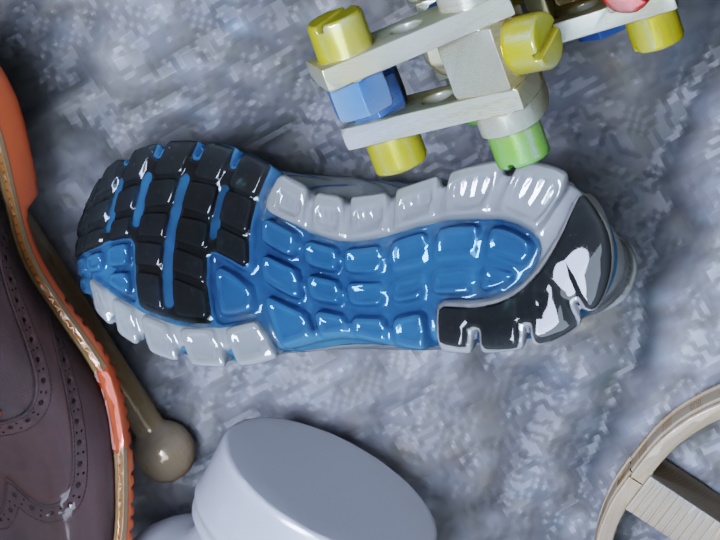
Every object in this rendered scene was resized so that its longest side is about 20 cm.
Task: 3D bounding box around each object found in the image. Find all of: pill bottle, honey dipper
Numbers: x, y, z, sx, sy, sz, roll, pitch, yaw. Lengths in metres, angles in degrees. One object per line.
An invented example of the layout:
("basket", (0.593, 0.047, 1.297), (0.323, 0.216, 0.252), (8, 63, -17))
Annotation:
("pill bottle", (-0.051, 0.157, 0.930), (0.112, 0.112, 0.201), (26, 109, -4))
("honey dipper", (-0.116, -0.008, 0.922), (0.038, 0.038, 0.201), (-26, 108, 14))

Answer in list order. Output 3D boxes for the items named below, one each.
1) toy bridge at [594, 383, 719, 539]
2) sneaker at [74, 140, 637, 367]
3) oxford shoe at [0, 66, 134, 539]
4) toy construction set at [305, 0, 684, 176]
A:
("toy bridge", (0.121, 0.089, 0.933), (0.067, 0.027, 0.200), (33, 109, -5))
("sneaker", (0.000, 0.000, 0.891), (0.199, 0.087, 0.075), (5, 88, 23))
("oxford shoe", (-0.132, 0.025, 0.865), (0.071, 0.073, 0.201), (-13, 103, 26))
("toy construction set", (0.089, -0.086, 0.818), (0.199, 0.131, 0.093), (-2, 111, 11))
